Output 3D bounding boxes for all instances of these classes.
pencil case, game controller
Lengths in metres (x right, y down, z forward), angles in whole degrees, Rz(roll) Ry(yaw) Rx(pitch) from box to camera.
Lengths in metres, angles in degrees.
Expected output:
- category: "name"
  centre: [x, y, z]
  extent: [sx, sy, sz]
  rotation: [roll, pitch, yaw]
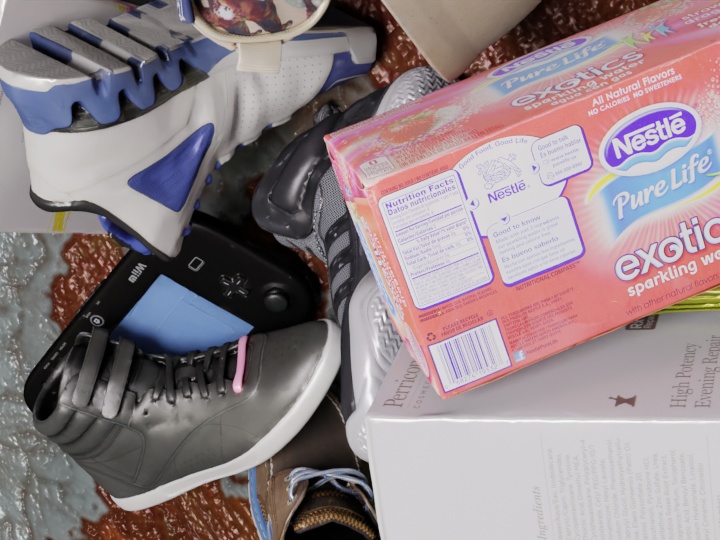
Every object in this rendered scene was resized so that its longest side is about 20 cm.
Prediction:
- category: "pencil case"
  centre: [-0.079, -0.170, 0.774]
  extent: [0.200, 0.078, 0.090]
  rotation: [50, 127, 55]
- category: "game controller"
  centre: [-0.115, 0.043, 0.931]
  extent: [0.104, 0.042, 0.200]
  rotation: [25, 129, -25]

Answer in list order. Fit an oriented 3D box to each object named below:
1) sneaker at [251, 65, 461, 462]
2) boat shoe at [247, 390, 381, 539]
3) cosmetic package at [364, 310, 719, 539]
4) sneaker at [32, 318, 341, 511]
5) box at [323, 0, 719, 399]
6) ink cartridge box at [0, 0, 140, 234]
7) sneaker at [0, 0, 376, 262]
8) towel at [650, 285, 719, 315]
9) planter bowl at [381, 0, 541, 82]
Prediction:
- category: "sneaker"
  centre: [0.000, 0.000, 0.816]
  extent: [0.114, 0.075, 0.201]
  rotation: [-6, 71, 45]
- category: "boat shoe"
  centre: [-0.015, 0.140, 0.851]
  extent: [0.072, 0.072, 0.200]
  rotation: [107, 157, -53]
- category: "cosmetic package"
  centre: [0.110, 0.067, 0.686]
  extent: [0.199, 0.102, 0.074]
  rotation: [-1, 116, 17]
- category: "sneaker"
  centre: [-0.103, 0.064, 0.878]
  extent: [0.200, 0.071, 0.099]
  rotation: [-30, 125, 34]
- category: "box"
  centre: [0.098, -0.041, 0.679]
  extent: [0.200, 0.095, 0.103]
  rotation: [-23, 111, -4]
- category: "ink cartridge box"
  centre: [-0.184, -0.095, 0.861]
  extent: [0.128, 0.200, 0.126]
  rotation: [19, 99, 26]
- category: "sneaker"
  centre: [-0.092, -0.072, 0.805]
  extent: [0.081, 0.199, 0.115]
  rotation: [34, 131, 39]
- category: "towel"
  centre: [0.216, -0.006, 0.681]
  extent: [0.199, 0.086, 0.018]
  rotation: [-2, 116, 26]
- category: "planter bowl"
  centre: [0.038, -0.201, 0.689]
  extent: [0.135, 0.200, 0.201]
  rotation: [-33, 88, 9]
